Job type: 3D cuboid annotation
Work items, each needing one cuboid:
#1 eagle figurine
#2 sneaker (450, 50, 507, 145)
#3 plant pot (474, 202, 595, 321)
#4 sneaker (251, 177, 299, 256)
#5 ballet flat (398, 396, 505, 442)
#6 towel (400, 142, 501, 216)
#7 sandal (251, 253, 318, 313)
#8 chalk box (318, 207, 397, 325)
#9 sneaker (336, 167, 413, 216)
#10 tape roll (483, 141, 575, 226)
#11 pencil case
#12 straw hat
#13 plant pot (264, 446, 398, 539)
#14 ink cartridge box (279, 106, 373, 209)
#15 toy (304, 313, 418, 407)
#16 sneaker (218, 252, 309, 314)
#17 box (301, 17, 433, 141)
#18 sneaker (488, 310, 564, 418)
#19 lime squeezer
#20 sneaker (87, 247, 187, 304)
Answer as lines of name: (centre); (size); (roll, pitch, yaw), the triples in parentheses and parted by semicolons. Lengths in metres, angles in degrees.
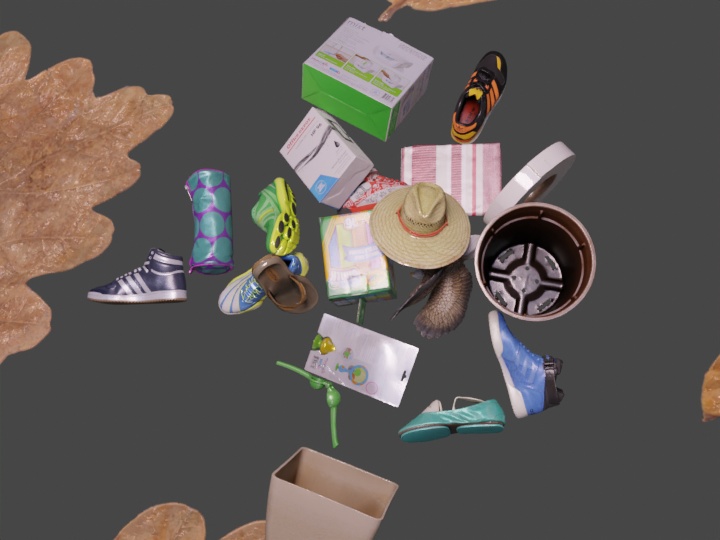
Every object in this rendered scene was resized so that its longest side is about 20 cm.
eagle figurine: (0.141, 0.017, 1.410); (0.150, 0.151, 0.202); (12, 71, -5)
sneaker: (0.236, -0.348, 1.476); (0.069, 0.090, 0.201); (24, 84, 11)
plant pot: (0.304, 0.000, 1.350); (0.198, 0.198, 0.202); (-1, 80, 8)
sneaker: (-0.168, -0.095, 1.477); (0.083, 0.074, 0.201); (-25, 41, 18)
ballet flat: (0.167, 0.272, 1.396); (0.198, 0.068, 0.071); (-8, 55, 6)
towel: (0.179, -0.177, 1.490); (0.198, 0.023, 0.146); (0, 82, 10)
sandal: (-0.135, 0.037, 1.406); (0.080, 0.200, 0.054); (-41, 56, -1)
chalk box: (0.000, 0.000, 1.431); (0.123, 0.125, 0.202); (-9, 80, 6)
sneaker: (0.041, -0.168, 1.473); (0.200, 0.067, 0.109); (-13, 78, 17)
tape roll: (0.307, -0.148, 1.373); (0.203, 0.203, 0.037); (-42, 75, -1)
pencil case: (-0.302, -0.095, 1.509); (0.091, 0.085, 0.202); (-3, 79, -9)
straw hat: (0.112, -0.108, 1.334); (0.199, 0.085, 0.202); (4, 52, -5)
plant pot: (-0.065, 0.452, 1.334); (0.198, 0.200, 0.179); (19, 95, 11)
ink cartridge box: (-0.078, -0.231, 1.469); (0.116, 0.068, 0.200); (-49, 58, 18)
toy: (0.003, 0.170, 1.439); (0.198, 0.047, 0.116); (19, 86, 14)
sneaker: (-0.198, 0.017, 1.464); (0.199, 0.105, 0.076); (-31, 77, 1)
box: (0.013, -0.379, 1.477); (0.199, 0.097, 0.177); (28, 57, 12)
sneaker: (0.308, 0.159, 1.380); (0.110, 0.077, 0.202); (-18, 82, 10)
lime squeezer: (-0.080, 0.236, 1.451); (0.071, 0.038, 0.201); (-44, 76, 30)
sneaker: (-0.448, 0.012, 1.517); (0.198, 0.070, 0.110); (-2, 84, 1)
